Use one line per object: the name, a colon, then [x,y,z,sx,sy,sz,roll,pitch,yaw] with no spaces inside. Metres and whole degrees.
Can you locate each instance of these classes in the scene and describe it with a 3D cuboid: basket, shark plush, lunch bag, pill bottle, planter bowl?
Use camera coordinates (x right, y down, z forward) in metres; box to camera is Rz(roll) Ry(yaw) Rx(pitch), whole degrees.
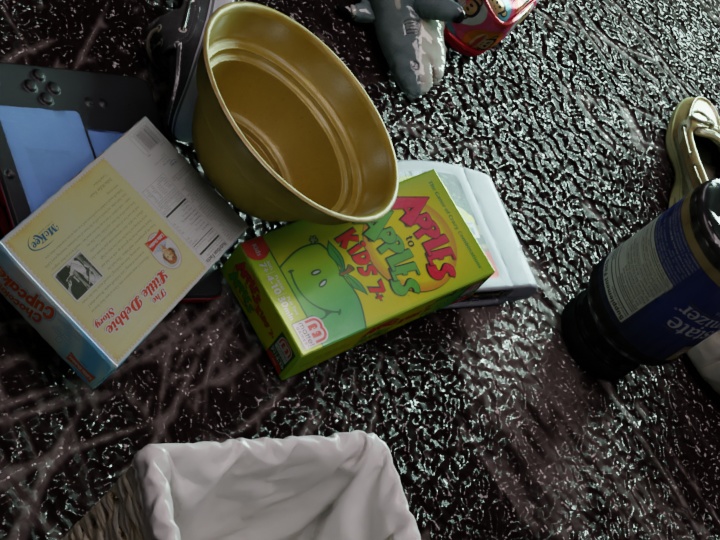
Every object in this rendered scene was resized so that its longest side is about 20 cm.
basket: [-0.069,0.225,1.068,0.199,0.161,0.200,2,60,-39]
shark plush: [0.017,-0.257,1.572,0.083,0.091,0.201,-36,92,-19]
lunch bag: [0.095,-0.322,1.672,0.200,0.082,0.176,48,41,-1]
pill bottle: [0.272,0.015,1.491,0.111,0.200,0.113,22,48,-27]
planter bowl: [-0.068,-0.100,1.300,0.200,0.083,0.202,34,35,-28]

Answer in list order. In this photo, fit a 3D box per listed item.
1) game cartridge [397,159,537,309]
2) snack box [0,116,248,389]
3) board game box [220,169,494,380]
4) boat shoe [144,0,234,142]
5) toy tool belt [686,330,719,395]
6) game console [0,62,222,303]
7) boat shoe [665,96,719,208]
game cartridge: [0.059,-0.032,1.465,0.199,0.041,0.134,-4,60,-43]
snack box: [-0.171,-0.017,1.207,0.116,0.037,0.200,47,39,-6]
board game box: [0.000,0.000,1.343,0.199,0.048,0.102,-23,75,-33]
boat shoe: [-0.143,-0.191,1.384,0.066,0.070,0.202,12,57,-4]
toy tool belt: [0.406,0.040,1.649,0.125,0.123,0.200,47,41,-4]
game console: [-0.199,-0.064,1.264,0.176,0.031,0.202,-3,63,-42]
boat shoe: [0.362,-0.114,1.768,0.073,0.063,0.202,33,44,-18]
